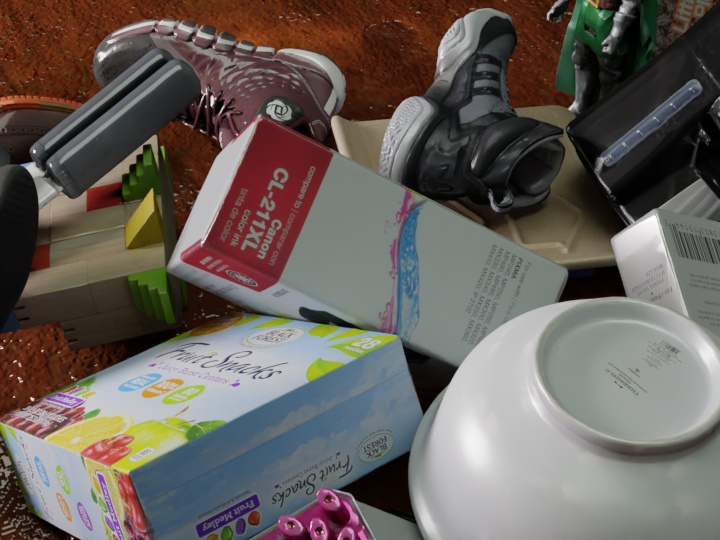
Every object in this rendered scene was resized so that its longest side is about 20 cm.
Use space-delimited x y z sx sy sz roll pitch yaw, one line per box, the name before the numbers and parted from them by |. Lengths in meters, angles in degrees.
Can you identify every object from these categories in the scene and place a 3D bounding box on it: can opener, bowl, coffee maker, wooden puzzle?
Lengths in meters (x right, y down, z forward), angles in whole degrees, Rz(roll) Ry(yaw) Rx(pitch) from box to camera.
can opener | -0.196 -0.083 1.001 0.200 0.067 0.053 -41 40 -13
bowl | 0.125 0.078 0.760 0.199 0.091 0.202 2 44 -2
coffee maker | 0.251 -0.119 1.076 0.200 0.134 0.193 -39 36 19
wooden puzzle | 0.087 -0.048 1.120 0.198 0.047 0.186 -2 40 -12

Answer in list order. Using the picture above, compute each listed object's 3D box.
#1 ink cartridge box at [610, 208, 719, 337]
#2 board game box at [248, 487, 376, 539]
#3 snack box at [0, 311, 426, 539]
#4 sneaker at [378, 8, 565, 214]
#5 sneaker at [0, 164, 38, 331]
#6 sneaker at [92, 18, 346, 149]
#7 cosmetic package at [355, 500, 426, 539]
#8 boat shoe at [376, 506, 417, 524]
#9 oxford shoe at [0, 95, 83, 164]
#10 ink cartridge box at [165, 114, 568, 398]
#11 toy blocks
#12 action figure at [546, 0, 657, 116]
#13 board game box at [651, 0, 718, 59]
ink cartridge box | 0.250 0.061 0.929 0.199 0.045 0.178 9 57 -38
board game box | -0.049 0.226 0.695 0.199 0.026 0.201 -30 63 -1
snack box | -0.086 0.087 0.860 0.168 0.068 0.199 -24 16 -27
sneaker | 0.096 -0.106 1.101 0.113 0.076 0.201 21 46 14
sneaker | -0.268 0.025 0.934 0.107 0.067 0.203 10 77 17
sneaker | -0.114 -0.125 1.177 0.198 0.076 0.116 6 43 4
cosmetic package | 0.059 0.203 0.767 0.198 0.108 0.090 15 42 18
boat shoe | 0.090 0.163 0.835 0.198 0.068 0.072 19 19 20
oxford shoe | -0.278 -0.075 1.130 0.198 0.071 0.073 -13 70 -22
ink cartridge box | 0.000 0.000 0.914 0.199 0.146 0.083 26 78 -11
toy blocks | -0.192 -0.015 1.038 0.135 0.101 0.201 -12 38 0
action figure | 0.182 -0.187 1.165 0.054 0.201 0.118 -23 45 -27
board game box | 0.315 -0.181 1.181 0.199 0.161 0.096 32 32 32
